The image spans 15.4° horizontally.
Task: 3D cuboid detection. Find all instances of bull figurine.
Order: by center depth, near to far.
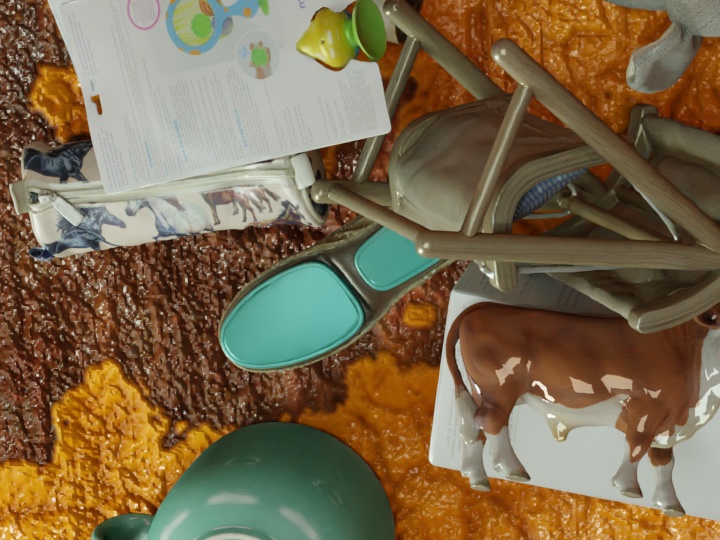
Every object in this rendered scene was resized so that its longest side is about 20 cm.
[{"bbox_3d":[0.143,0.070,1.525,0.199,0.065,0.122,5,74,20],"label":"bull figurine"}]

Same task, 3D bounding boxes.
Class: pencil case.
[{"bbox_3d":[-0.115,-0.055,1.670,0.199,0.089,0.078,-7,105,15],"label":"pencil case"}]

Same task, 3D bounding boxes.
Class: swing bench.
[{"bbox_3d":[0.107,-0.052,1.512,0.199,0.199,0.130,21,94,-21],"label":"swing bench"}]

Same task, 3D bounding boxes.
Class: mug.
[{"bbox_3d":[-0.075,0.195,1.725,0.185,0.114,0.152,-34,97,20],"label":"mug"}]

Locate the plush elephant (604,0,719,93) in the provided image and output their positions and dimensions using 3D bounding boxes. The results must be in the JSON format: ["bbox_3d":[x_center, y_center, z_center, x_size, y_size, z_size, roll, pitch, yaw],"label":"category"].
[{"bbox_3d":[0.192,-0.191,1.514,0.200,0.155,0.165,45,112,-3],"label":"plush elephant"}]

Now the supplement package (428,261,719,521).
[{"bbox_3d":[0.155,0.066,1.627,0.199,0.117,0.118,10,109,11],"label":"supplement package"}]

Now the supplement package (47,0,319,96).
[{"bbox_3d":[-0.119,-0.230,1.603,0.155,0.111,0.201,-17,103,18],"label":"supplement package"}]

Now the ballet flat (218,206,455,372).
[{"bbox_3d":[0.000,0.000,1.671,0.199,0.065,0.071,-29,99,21],"label":"ballet flat"}]

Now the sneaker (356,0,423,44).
[{"bbox_3d":[0.000,-0.242,1.599,0.089,0.067,0.201,13,110,17],"label":"sneaker"}]

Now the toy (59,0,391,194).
[{"bbox_3d":[-0.071,-0.119,1.536,0.199,0.047,0.116,-10,95,33],"label":"toy"}]
